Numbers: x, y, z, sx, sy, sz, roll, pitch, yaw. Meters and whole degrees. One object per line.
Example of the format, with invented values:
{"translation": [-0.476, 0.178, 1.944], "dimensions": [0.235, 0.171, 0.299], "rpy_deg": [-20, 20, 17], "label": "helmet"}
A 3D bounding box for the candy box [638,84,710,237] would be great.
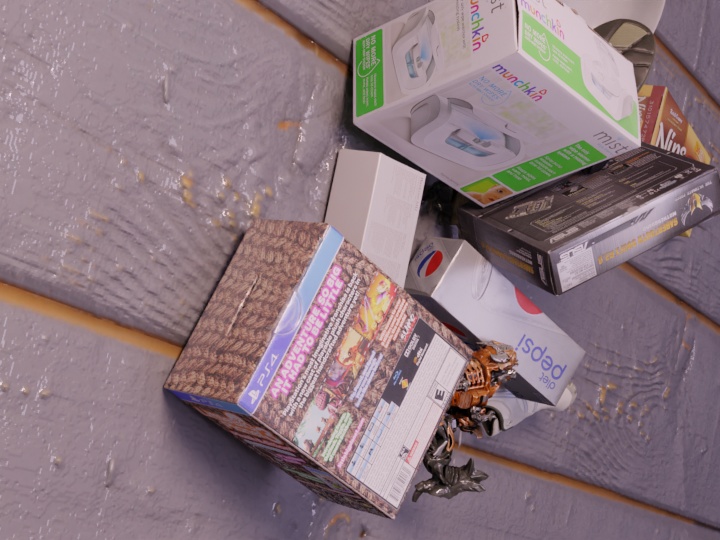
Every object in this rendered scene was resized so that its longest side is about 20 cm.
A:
{"translation": [0.374, -0.135, 1.948], "dimensions": [0.200, 0.056, 0.117], "rpy_deg": [42, 62, -55], "label": "candy box"}

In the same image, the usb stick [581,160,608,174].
{"translation": [0.170, -0.174, 1.495], "dimensions": [0.033, 0.200, 0.056], "rpy_deg": [-28, 158, -35], "label": "usb stick"}

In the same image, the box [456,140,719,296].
{"translation": [0.215, -0.057, 1.474], "dimensions": [0.200, 0.158, 0.048], "rpy_deg": [-25, 117, -21], "label": "box"}

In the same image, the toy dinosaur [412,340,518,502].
{"translation": [0.058, 0.136, 1.459], "dimensions": [0.102, 0.199, 0.136], "rpy_deg": [-107, -176, -52], "label": "toy dinosaur"}

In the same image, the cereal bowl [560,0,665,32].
{"translation": [0.212, -0.281, 1.594], "dimensions": [0.200, 0.083, 0.200], "rpy_deg": [-16, 127, -22], "label": "cereal bowl"}

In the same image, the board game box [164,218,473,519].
{"translation": [-0.029, 0.079, 1.255], "dimensions": [0.200, 0.097, 0.160], "rpy_deg": [42, 67, -36], "label": "board game box"}

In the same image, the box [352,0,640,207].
{"translation": [0.121, -0.159, 1.377], "dimensions": [0.200, 0.176, 0.097], "rpy_deg": [29, 52, -45], "label": "box"}

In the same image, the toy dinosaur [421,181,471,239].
{"translation": [0.096, -0.094, 1.529], "dimensions": [0.088, 0.047, 0.201], "rpy_deg": [-2, 94, -61], "label": "toy dinosaur"}

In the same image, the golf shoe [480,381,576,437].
{"translation": [0.155, 0.132, 1.652], "dimensions": [0.200, 0.078, 0.097], "rpy_deg": [28, 79, -47], "label": "golf shoe"}

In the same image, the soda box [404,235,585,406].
{"translation": [0.128, 0.050, 1.519], "dimensions": [0.200, 0.063, 0.068], "rpy_deg": [41, 72, -30], "label": "soda box"}

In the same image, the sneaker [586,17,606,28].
{"translation": [0.264, -0.341, 1.709], "dimensions": [0.109, 0.070, 0.200], "rpy_deg": [73, 32, -42], "label": "sneaker"}

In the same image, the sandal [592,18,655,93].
{"translation": [0.234, -0.164, 1.593], "dimensions": [0.201, 0.080, 0.057], "rpy_deg": [-66, 172, 11], "label": "sandal"}

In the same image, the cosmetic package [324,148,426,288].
{"translation": [0.000, 0.000, 1.384], "dimensions": [0.082, 0.051, 0.201], "rpy_deg": [20, 80, -54], "label": "cosmetic package"}
